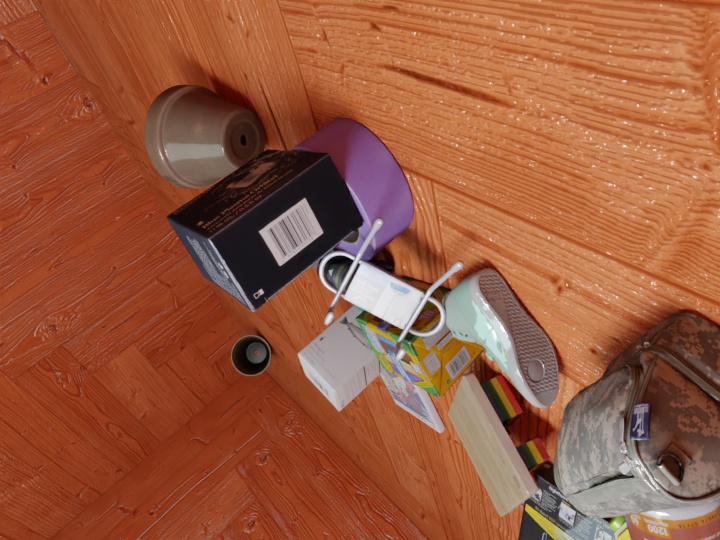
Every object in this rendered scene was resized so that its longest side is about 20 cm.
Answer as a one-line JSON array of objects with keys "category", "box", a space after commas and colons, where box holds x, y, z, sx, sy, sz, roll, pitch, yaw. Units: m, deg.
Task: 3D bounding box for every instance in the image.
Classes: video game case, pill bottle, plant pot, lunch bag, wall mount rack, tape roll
[{"category": "video game case", "box": [0.111, 0.294, 1.307, 0.181, 0.023, 0.201, 20, 143, 54]}, {"category": "pill bottle", "box": [0.380, 0.330, 0.619, 0.112, 0.111, 0.202, -1, 109, 64]}, {"category": "plant pot", "box": [-0.285, -0.254, 1.025, 0.173, 0.201, 0.202, 12, 140, 33]}, {"category": "lunch bag", "box": [0.286, 0.161, 0.521, 0.139, 0.167, 0.201, 43, 157, 19]}, {"category": "wall mount rack", "box": [0.041, 0.022, 0.716, 0.198, 0.175, 0.075, 27, -158, -5]}, {"category": "tape roll", "box": [-0.018, -0.120, 0.807, 0.200, 0.085, 0.201, 42, 158, 21]}, {"category": "plant pot", "box": [-0.536, 0.421, 2.667, 0.201, 0.200, 0.174, 50, 176, 3]}]

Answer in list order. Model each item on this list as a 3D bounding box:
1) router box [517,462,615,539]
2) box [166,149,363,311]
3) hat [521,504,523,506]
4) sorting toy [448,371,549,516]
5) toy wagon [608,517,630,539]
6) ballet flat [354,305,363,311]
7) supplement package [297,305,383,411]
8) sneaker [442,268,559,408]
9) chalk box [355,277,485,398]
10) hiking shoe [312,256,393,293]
[{"category": "router box", "box": [0.368, 0.448, 0.890, 0.199, 0.052, 0.159, 25, 117, 50]}, {"category": "box", "box": [-0.139, -0.070, 0.746, 0.199, 0.196, 0.118, 20, 143, 54]}, {"category": "hat", "box": [0.370, 0.468, 1.053, 0.197, 0.179, 0.166, 2, 163, 4]}, {"category": "sorting toy", "box": [0.238, 0.292, 0.908, 0.200, 0.069, 0.201, 90, 158, -57]}, {"category": "toy wagon", "box": [0.420, 0.393, 0.722, 0.155, 0.039, 0.202, 40, 132, 28]}, {"category": "ballet flat", "box": [0.000, 0.000, 1.020, 0.201, 0.070, 0.066, 84, 169, -50]}, {"category": "supplement package", "box": [-0.014, 0.170, 1.111, 0.117, 0.200, 0.118, 39, 157, 27]}, {"category": "sneaker", "box": [0.192, 0.100, 0.744, 0.202, 0.073, 0.118, 60, 153, 3]}, {"category": "chalk box", "box": [0.086, 0.101, 0.899, 0.199, 0.125, 0.125, 16, 141, 54]}, {"category": "hiking shoe", "box": [-0.011, 0.001, 0.911, 0.100, 0.077, 0.200, 27, -176, 23]}]
